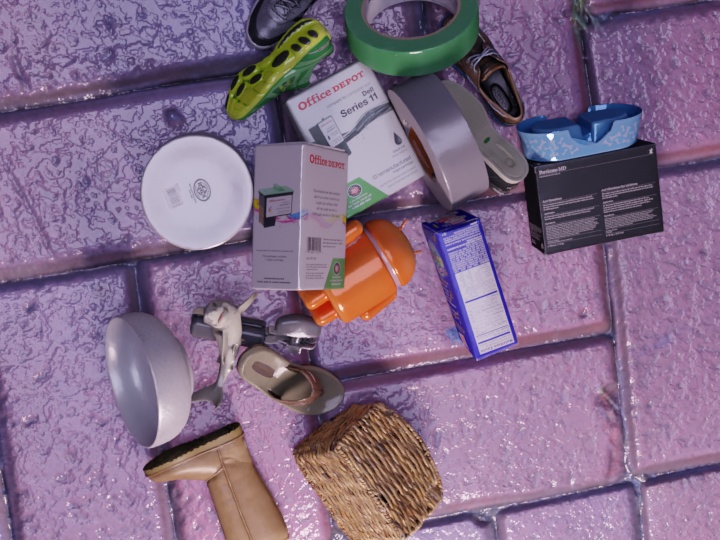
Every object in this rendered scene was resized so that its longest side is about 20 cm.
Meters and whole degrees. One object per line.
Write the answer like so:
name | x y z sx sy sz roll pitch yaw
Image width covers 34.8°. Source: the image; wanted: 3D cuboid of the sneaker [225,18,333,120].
sneaker | -0.118 -0.287 1.719 0.199 0.075 0.083 -38 141 14

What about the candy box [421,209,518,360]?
candy box | 0.165 0.018 1.744 0.076 0.169 0.202 -18 98 -2

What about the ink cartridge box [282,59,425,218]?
ink cartridge box | -0.012 -0.201 1.742 0.145 0.083 0.202 -29 98 -4

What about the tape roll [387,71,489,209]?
tape roll | 0.114 -0.192 1.700 0.066 0.200 0.202 -28 98 -5

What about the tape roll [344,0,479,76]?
tape roll | 0.076 -0.371 1.691 0.198 0.202 0.048 -16 141 -6

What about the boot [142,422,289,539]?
boot | -0.222 0.359 1.777 0.173 0.066 0.202 -21 99 -5

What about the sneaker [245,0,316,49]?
sneaker | -0.094 -0.411 1.694 0.075 0.114 0.200 44 89 -9

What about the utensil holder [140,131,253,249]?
utensil holder | -0.234 -0.116 1.661 0.167 0.200 0.173 -1 95 -8

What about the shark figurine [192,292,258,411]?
shark figurine | -0.219 0.099 1.710 0.089 0.128 0.216 22 132 15

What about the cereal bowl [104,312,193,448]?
cereal bowl | -0.301 0.154 1.690 0.082 0.199 0.203 -14 98 -29

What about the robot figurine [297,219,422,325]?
robot figurine | 0.000 0.001 1.748 0.199 0.117 0.145 -32 93 -3

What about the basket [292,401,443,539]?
basket | 0.017 0.313 1.807 0.143 0.148 0.201 -42 101 -35

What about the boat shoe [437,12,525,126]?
boat shoe | 0.194 -0.313 1.763 0.072 0.072 0.201 -39 98 -2

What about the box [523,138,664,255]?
box | 0.363 -0.118 1.799 0.197 0.079 0.143 -11 106 -7

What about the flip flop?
flip flop | -0.102 0.173 1.754 0.199 0.057 0.082 32 90 -37

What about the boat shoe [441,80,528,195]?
boat shoe | 0.174 -0.204 1.774 0.072 0.068 0.201 -35 83 -23

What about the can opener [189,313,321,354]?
can opener | -0.159 0.081 1.760 0.197 0.053 0.068 11 114 -9

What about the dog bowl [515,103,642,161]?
dog bowl | 0.340 -0.213 1.780 0.197 0.112 0.050 -11 111 -7

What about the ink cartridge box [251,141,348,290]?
ink cartridge box | -0.084 -0.074 1.625 0.083 0.144 0.203 2 91 24
